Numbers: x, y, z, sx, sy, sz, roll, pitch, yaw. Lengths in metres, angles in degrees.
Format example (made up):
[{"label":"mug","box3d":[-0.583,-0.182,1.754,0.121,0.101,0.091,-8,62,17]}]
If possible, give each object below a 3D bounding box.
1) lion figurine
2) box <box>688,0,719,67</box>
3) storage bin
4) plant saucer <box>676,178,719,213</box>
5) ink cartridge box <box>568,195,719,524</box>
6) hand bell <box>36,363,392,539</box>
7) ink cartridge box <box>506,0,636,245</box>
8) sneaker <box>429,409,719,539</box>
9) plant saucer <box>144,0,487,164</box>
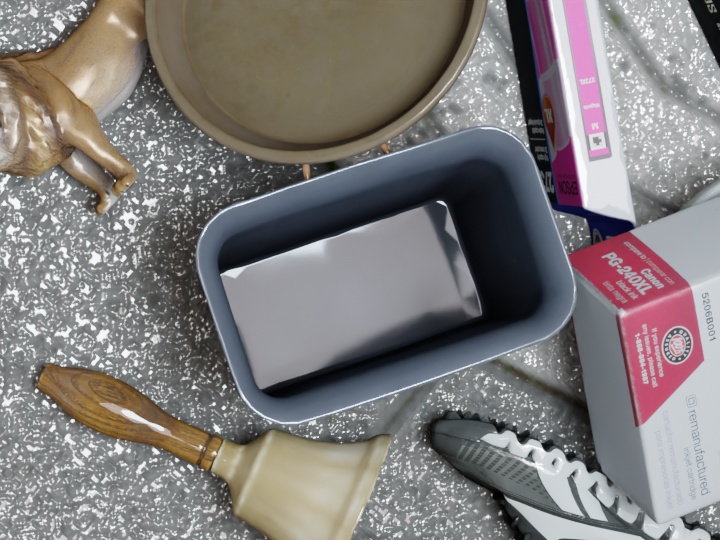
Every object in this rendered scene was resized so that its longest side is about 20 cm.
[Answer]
[{"label":"lion figurine","box3d":[-0.148,-0.115,1.703,0.123,0.072,0.200,46,68,-3]},{"label":"box","box3d":[0.282,-0.228,1.778,0.199,0.086,0.164,-27,97,-10]},{"label":"storage bin","box3d":[0.000,0.000,1.696,0.199,0.134,0.146,-19,88,-12]},{"label":"plant saucer","box3d":[0.241,0.024,1.784,0.199,0.050,0.201,-7,109,-20]},{"label":"ink cartridge box","box3d":[0.229,0.035,1.703,0.199,0.083,0.146,-21,118,-14]},{"label":"hand bell","box3d":[-0.092,0.100,1.718,0.199,0.104,0.104,25,87,-1]},{"label":"ink cartridge box","box3d":[0.122,-0.093,1.743,0.037,0.095,0.201,-13,95,-12]},{"label":"sneaker","box3d":[0.119,0.155,1.767,0.200,0.066,0.091,29,83,-14]},{"label":"plant saucer","box3d":[-0.022,-0.152,1.654,0.199,0.029,0.201,-4,75,16]}]
